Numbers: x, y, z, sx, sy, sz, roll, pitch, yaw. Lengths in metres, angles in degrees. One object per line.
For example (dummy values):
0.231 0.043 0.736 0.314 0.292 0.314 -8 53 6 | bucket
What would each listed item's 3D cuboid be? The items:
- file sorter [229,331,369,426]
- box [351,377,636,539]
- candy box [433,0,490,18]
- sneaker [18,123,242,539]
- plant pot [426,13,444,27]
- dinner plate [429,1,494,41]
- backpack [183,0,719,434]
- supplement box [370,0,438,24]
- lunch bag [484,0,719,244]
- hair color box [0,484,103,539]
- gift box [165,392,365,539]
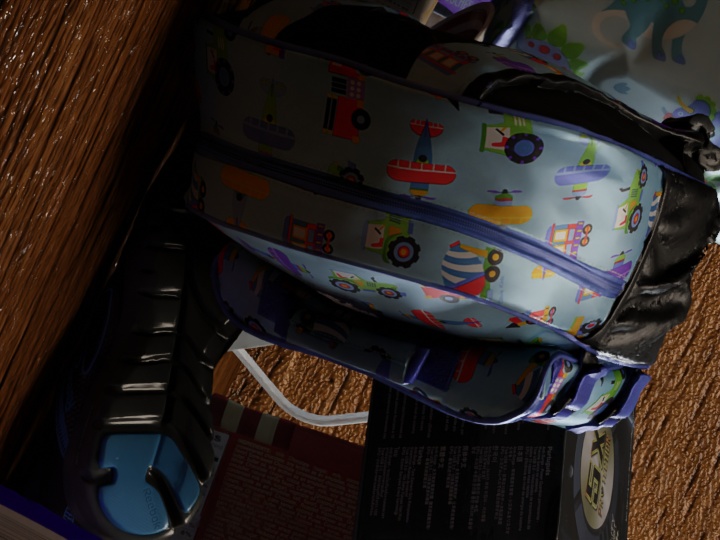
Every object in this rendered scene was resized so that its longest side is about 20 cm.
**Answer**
0.000 0.000 1.209 0.139 0.125 0.200 -10 -141 38 | file sorter
0.065 0.069 1.038 0.164 0.086 0.200 66 27 -54 | box
0.100 -0.216 1.247 0.200 0.168 0.072 -64 -179 8 | candy box
-0.086 0.020 0.977 0.082 0.073 0.200 -16 -136 51 | sneaker
0.080 -0.179 1.395 0.201 0.200 0.183 -64 169 21 | plant pot
-0.011 -0.054 1.109 0.200 0.024 0.200 -39 -168 10 | dinner plate
0.022 -0.024 0.871 0.200 0.182 0.135 12 98 -67 | backpack
0.027 -0.177 0.897 0.126 0.073 0.200 -63 180 -7 | supplement box
0.155 -0.134 1.135 0.127 0.170 0.200 120 -7 -51 | lunch bag
-0.156 0.176 0.781 0.200 0.065 0.109 -62 -179 8 | hair color box
-0.096 0.180 1.048 0.200 0.184 0.187 -66 177 -46 | gift box
